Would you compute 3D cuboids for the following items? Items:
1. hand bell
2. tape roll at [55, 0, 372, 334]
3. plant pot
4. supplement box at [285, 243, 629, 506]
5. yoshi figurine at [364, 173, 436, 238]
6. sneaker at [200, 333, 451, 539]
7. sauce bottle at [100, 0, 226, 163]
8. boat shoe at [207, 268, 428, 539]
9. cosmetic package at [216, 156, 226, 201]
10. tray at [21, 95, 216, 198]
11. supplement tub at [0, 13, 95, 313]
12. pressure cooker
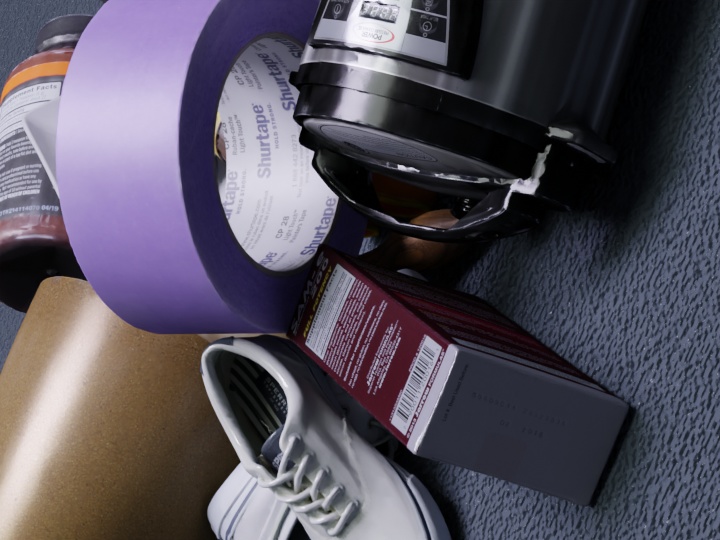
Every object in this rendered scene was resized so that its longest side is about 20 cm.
[{"bbox_3d":[0.000,0.000,1.657,0.200,0.104,0.105,-25,50,41],"label":"hand bell"},{"bbox_3d":[-0.079,-0.064,1.566,0.085,0.200,0.201,-1,68,32],"label":"tape roll"},{"bbox_3d":[-0.163,0.138,1.678,0.186,0.186,0.200,-10,46,61],"label":"plant pot"},{"bbox_3d":[0.047,0.052,1.475,0.061,0.108,0.200,-68,25,8],"label":"supplement box"},{"bbox_3d":[0.014,-0.124,1.713,0.112,0.112,0.201,68,-160,-75],"label":"yoshi figurine"},{"bbox_3d":[-0.025,0.115,1.537,0.200,0.071,0.073,49,114,29],"label":"sneaker"},{"bbox_3d":[-0.104,-0.136,1.776,0.200,0.065,0.065,50,118,38],"label":"sauce bottle"},{"bbox_3d":[-0.007,0.095,1.616,0.067,0.073,0.200,45,111,29],"label":"boat shoe"},{"bbox_3d":[-0.120,-0.030,1.879,0.200,0.052,0.151,-45,32,41],"label":"cosmetic package"},{"bbox_3d":[-0.112,-0.103,1.807,0.199,0.022,0.108,-26,51,-6],"label":"tray"},{"bbox_3d":[-0.197,-0.074,1.884,0.107,0.107,0.201,-39,36,47],"label":"supplement tub"},{"bbox_3d":[0.059,-0.113,1.499,0.176,0.178,0.201,174,114,-82],"label":"pressure cooker"}]
